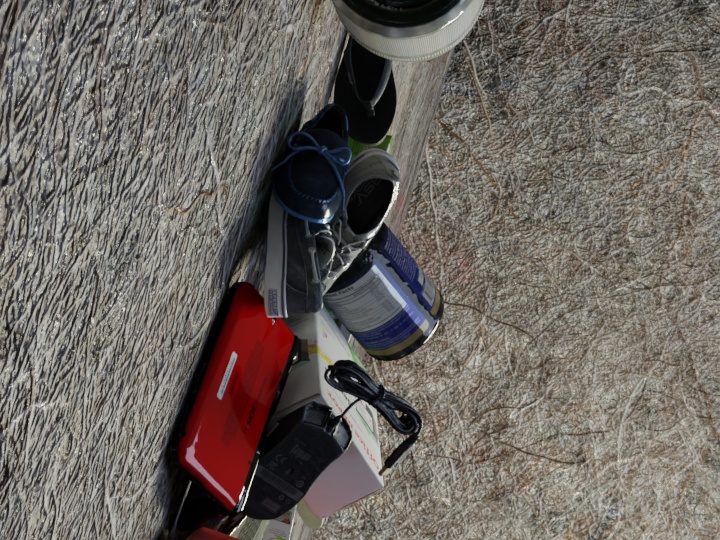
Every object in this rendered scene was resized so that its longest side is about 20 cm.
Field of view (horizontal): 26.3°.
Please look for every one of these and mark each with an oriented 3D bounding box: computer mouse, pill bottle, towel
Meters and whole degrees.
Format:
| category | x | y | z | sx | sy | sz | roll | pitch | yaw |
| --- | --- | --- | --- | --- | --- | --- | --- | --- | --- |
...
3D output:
| category | x | y | z | sx | sy | sz | roll | pitch | yaw |
| --- | --- | --- | --- | --- | --- | --- | --- | --- | --- |
| computer mouse | -0.033 | 0.180 | 1.550 | 0.200 | 0.140 | 0.046 | -51 | -151 | 15 |
| pill bottle | 0.000 | 0.000 | 1.733 | 0.200 | 0.111 | 0.112 | 50 | 42 | -31 |
| towel | -0.149 | 0.308 | 1.699 | 0.192 | 0.034 | 0.201 | -41 | 160 | -58 |

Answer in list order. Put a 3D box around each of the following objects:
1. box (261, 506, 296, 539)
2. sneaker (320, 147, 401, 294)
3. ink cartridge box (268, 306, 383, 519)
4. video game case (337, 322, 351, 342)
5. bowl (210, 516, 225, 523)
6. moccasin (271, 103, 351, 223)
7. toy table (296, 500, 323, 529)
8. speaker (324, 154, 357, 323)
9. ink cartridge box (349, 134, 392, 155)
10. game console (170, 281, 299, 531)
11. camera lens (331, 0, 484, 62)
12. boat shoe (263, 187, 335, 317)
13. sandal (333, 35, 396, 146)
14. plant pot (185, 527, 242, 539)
| category | x | y | z | sx | sy | sz | roll | pitch | yaw |
| --- | --- | --- | --- | --- | --- | --- | --- | --- | --- |
| box | -0.129 | 0.332 | 1.902 | 0.200 | 0.034 | 0.111 | 128 | -22 | -55 |
| sneaker | -0.029 | -0.040 | 1.607 | 0.201 | 0.074 | 0.082 | -57 | -164 | 5 |
| ink cartridge box | -0.047 | 0.143 | 1.662 | 0.145 | 0.083 | 0.201 | 57 | 13 | -28 |
| video game case | -0.014 | 0.053 | 1.930 | 0.200 | 0.018 | 0.144 | -74 | -175 | -63 |
| bowl | -0.129 | 0.197 | 1.774 | 0.201 | 0.039 | 0.202 | 19 | 90 | -86 |
| moccasin | -0.049 | -0.117 | 1.571 | 0.201 | 0.080 | 0.069 | -93 | -155 | -61 |
| toy table | -0.084 | 0.235 | 2.007 | 0.184 | 0.116 | 0.202 | -58 | 162 | -74 |
| speaker | -0.039 | -0.035 | 1.820 | 0.089 | 0.088 | 0.202 | -62 | 168 | -69 |
| ink cartridge box | -0.024 | -0.065 | 1.959 | 0.148 | 0.075 | 0.202 | 92 | 14 | -71 |
| game console | -0.148 | 0.136 | 1.521 | 0.173 | 0.118 | 0.201 | 52 | 46 | -45 |
| camera lens | 0.045 | -0.293 | 1.507 | 0.200 | 0.159 | 0.161 | 29 | 77 | -85 |
| boat shoe | -0.059 | -0.026 | 1.543 | 0.201 | 0.067 | 0.072 | -90 | 180 | -56 |
| sandal | 0.009 | -0.248 | 1.809 | 0.043 | 0.075 | 0.202 | -39 | 134 | -85 |
| plant pot | -0.116 | 0.356 | 1.506 | 0.201 | 0.176 | 0.201 | -59 | 170 | -17 |
